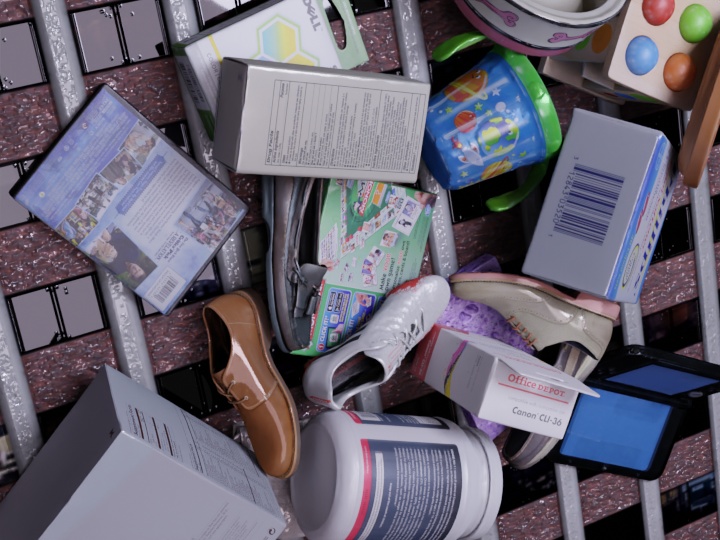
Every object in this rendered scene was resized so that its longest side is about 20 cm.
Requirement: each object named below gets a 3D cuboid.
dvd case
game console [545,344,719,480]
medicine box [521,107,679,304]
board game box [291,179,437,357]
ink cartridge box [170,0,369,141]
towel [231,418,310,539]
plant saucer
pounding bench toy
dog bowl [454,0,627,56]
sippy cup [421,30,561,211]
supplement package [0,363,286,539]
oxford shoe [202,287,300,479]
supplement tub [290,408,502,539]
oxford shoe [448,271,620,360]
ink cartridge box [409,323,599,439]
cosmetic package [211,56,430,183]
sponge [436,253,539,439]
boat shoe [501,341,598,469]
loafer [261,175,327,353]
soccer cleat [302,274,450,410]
[{"bbox_3d":[-0.224,-0.068,1.138,0.200,0.018,0.143,41,82,-25],"label":"dvd case"},{"bbox_3d":[0.355,0.180,1.413,0.198,0.176,0.118,14,67,-27],"label":"game console"},{"bbox_3d":[0.275,-0.065,1.271,0.200,0.102,0.184,7,101,-67],"label":"medicine box"},{"bbox_3d":[0.000,0.000,1.252,0.133,0.029,0.202,11,97,-25],"label":"board game box"},{"bbox_3d":[-0.079,-0.217,1.150,0.199,0.059,0.105,-29,112,-17],"label":"ink cartridge box"},{"bbox_3d":[-0.057,0.229,1.272,0.198,0.034,0.134,-1,102,-25],"label":"towel"},{"bbox_3d":[0.386,-0.190,1.246,0.032,0.200,0.202,18,94,14],"label":"plant saucer"},{"bbox_3d":[0.336,-0.249,1.283,0.198,0.156,0.125,16,94,-27],"label":"pounding bench toy"},{"bbox_3d":[0.178,-0.311,1.193,0.198,0.074,0.202,11,57,-18],"label":"dog bowl"},{"bbox_3d":[0.128,-0.155,1.229,0.129,0.140,0.179,-28,84,-6],"label":"sippy cup"},{"bbox_3d":[-0.218,0.240,1.122,0.199,0.147,0.192,36,96,-27],"label":"supplement package"},{"bbox_3d":[-0.119,0.122,1.170,0.071,0.071,0.202,-14,84,-50],"label":"oxford shoe"},{"bbox_3d":[0.037,0.224,1.220,0.198,0.140,0.142,8,98,-27],"label":"supplement tub"},{"bbox_3d":[0.190,0.049,1.271,0.198,0.071,0.075,14,86,-4],"label":"oxford shoe"},{"bbox_3d":[0.151,0.120,1.220,0.116,0.200,0.068,16,95,-26],"label":"ink cartridge box"},{"bbox_3d":[-0.038,-0.146,1.113,0.198,0.071,0.106,3,104,-29],"label":"cosmetic package"},{"bbox_3d":[0.147,0.093,1.340,0.111,0.030,0.201,-33,112,-15],"label":"sponge"},{"bbox_3d":[0.212,0.133,1.332,0.073,0.074,0.201,34,77,-18],"label":"boat shoe"},{"bbox_3d":[-0.063,-0.016,1.175,0.062,0.072,0.202,-4,94,15],"label":"loafer"},{"bbox_3d":[0.026,0.079,1.217,0.199,0.085,0.069,-35,114,-14],"label":"soccer cleat"}]
